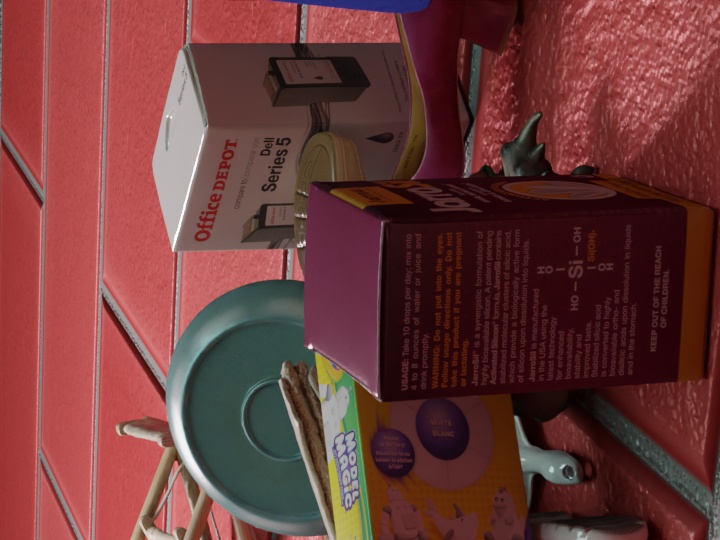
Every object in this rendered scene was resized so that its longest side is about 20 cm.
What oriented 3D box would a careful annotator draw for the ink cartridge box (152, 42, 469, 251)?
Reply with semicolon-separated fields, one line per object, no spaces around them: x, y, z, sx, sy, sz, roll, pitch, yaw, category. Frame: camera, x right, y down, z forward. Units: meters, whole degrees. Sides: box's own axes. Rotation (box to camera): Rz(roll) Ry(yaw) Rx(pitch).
-0.040;-0.089;1.507;0.146;0.198;0.084;111;150;-49;ink cartridge box

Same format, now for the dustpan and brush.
0.094;0.125;1.387;0.200;0.057;0.141;-162;62;-77;dustpan and brush

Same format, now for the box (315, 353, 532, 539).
0.037;0.092;1.246;0.048;0.117;0.201;-38;55;52;box

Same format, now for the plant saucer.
-0.054;0.106;1.522;0.027;0.199;0.202;-44;-41;-68;plant saucer

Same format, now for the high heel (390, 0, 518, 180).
0.030;-0.108;1.380;0.201;0.095;0.067;-68;21;13;high heel

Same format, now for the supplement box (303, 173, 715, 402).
0.081;0.005;1.169;0.131;0.198;0.104;-149;59;-66;supplement box

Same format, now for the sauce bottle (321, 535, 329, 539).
0.012;0.296;1.608;0.066;0.066;0.201;129;138;-62;sauce bottle

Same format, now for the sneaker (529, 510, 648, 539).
0.112;0.194;1.289;0.200;0.074;0.083;167;101;-70;sneaker

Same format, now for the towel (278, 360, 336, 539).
-0.010;0.163;1.399;0.201;0.034;0.133;-111;4;-47;towel

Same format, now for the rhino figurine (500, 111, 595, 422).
0.108;0.000;1.300;0.087;0.059;0.202;20;109;56;rhino figurine

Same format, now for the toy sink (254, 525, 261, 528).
-0.050;0.125;1.672;0.200;0.129;0.113;-156;65;-70;toy sink

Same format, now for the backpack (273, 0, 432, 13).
-0.005;-0.284;1.289;0.168;0.161;0.201;131;142;-60;backpack

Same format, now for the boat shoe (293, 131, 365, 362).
0.000;0.000;1.445;0.072;0.065;0.202;13;113;63;boat shoe

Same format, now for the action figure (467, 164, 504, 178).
0.065;-0.013;1.440;0.200;0.054;0.119;124;139;-56;action figure

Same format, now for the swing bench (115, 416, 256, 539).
-0.162;0.248;2.026;0.199;0.129;0.202;-179;92;-72;swing bench
